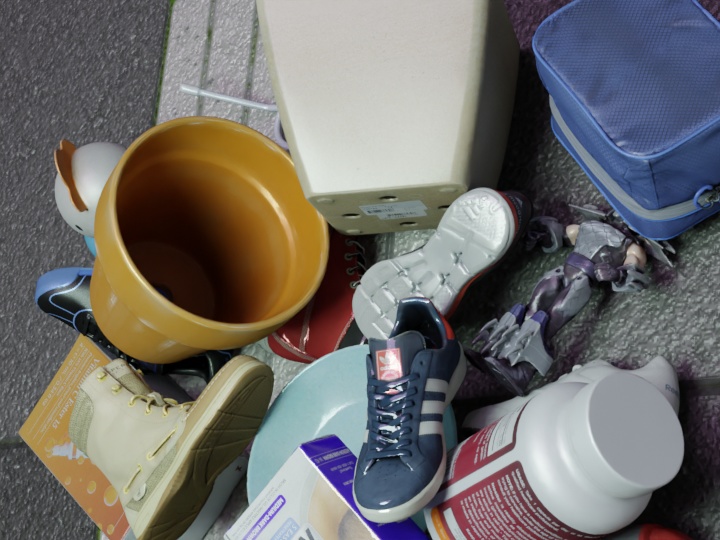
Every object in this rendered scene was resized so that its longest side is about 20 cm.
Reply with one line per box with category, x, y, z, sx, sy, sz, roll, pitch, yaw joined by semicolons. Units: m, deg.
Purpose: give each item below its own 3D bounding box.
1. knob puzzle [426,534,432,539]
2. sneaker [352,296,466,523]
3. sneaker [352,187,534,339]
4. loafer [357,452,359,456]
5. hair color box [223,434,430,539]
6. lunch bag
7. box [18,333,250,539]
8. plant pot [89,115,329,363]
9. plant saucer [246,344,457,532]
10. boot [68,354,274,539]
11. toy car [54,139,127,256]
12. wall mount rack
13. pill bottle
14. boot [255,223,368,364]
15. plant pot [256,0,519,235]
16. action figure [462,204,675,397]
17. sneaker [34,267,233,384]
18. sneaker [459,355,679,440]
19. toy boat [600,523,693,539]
knob puzzle;0.003;0.328;1.278;0.219;0.030;0.220;-2;81;14
sneaker;0.028;0.099;1.182;0.075;0.085;0.200;-8;37;20
sneaker;0.077;0.000;1.312;0.200;0.082;0.077;-39;77;36
loafer;-0.022;0.217;1.345;0.200;0.070;0.070;-50;43;3
hair color box;0.000;0.237;1.190;0.200;0.065;0.109;46;113;17
lunch bag;0.238;-0.124;1.232;0.136;0.132;0.200;-30;55;-2
box;-0.219;0.170;1.492;0.200;0.097;0.125;37;96;40
plant pot;-0.154;-0.007;1.379;0.183;0.200;0.201;-43;45;54
plant saucer;-0.001;0.161;1.290;0.201;0.039;0.201;-14;61;26
boot;-0.171;0.121;1.356;0.155;0.073;0.200;46;115;33
toy car;-0.232;-0.054;1.523;0.184;0.200;0.177;-31;56;25
wall mount rack;-0.084;-0.226;1.560;0.174;0.075;0.200;4;74;39
pill bottle;0.141;0.151;1.135;0.200;0.113;0.113;-41;48;50
boot;0.000;0.000;1.416;0.144;0.072;0.200;18;84;33
plant pot;0.031;-0.134;1.333;0.199;0.200;0.177;-4;77;12
action figure;0.171;0.010;1.260;0.200;0.069;0.130;-50;30;-8
sneaker;-0.219;0.056;1.486;0.070;0.200;0.078;106;175;-50
sneaker;0.171;0.118;1.242;0.200;0.075;0.087;-8;46;35
toy boat;0.181;0.278;1.117;0.130;0.131;0.200;-11;66;34
